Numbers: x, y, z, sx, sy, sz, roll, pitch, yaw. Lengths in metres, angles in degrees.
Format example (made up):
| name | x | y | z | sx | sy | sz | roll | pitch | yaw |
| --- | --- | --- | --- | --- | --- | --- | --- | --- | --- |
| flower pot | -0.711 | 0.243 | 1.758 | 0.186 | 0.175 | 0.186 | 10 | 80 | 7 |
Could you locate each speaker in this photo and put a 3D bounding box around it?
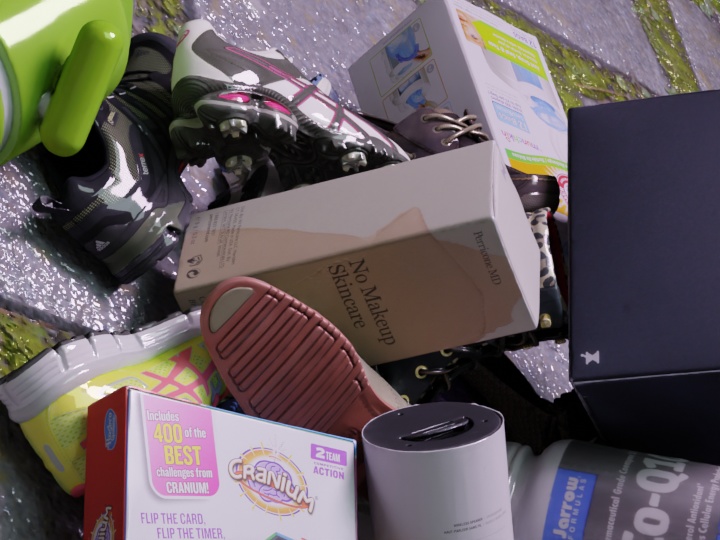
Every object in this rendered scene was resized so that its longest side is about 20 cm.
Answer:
| name | x | y | z | sx | sy | sz | roll | pitch | yaw |
| --- | --- | --- | --- | --- | --- | --- | --- | --- | --- |
| speaker | 0.050 | 0.177 | 1.239 | 0.081 | 0.081 | 0.200 | -38 | 125 | -61 |

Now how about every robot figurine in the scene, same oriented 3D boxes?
| name | x | y | z | sx | sy | sz | roll | pitch | yaw |
| --- | --- | --- | --- | --- | --- | --- | --- | --- | --- |
| robot figurine | -0.210 | -0.121 | 1.239 | 0.175 | 0.116 | 0.200 | 28 | 40 | 23 |

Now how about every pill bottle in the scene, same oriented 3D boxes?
| name | x | y | z | sx | sy | sz | roll | pitch | yaw |
| --- | --- | --- | --- | --- | --- | --- | --- | --- | --- |
| pill bottle | 0.162 | 0.168 | 1.380 | 0.114 | 0.200 | 0.114 | 9 | 90 | -75 |

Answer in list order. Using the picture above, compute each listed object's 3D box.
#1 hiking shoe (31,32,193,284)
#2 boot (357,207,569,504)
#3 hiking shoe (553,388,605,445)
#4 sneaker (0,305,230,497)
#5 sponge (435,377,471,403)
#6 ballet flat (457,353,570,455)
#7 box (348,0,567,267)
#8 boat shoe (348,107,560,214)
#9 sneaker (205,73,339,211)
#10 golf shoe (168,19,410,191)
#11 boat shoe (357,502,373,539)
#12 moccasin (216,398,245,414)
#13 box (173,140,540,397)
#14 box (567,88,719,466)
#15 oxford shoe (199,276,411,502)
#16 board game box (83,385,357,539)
| name | x | y | z | sx | sy | sz | roll | pitch | yaw |
| --- | --- | --- | --- | --- | --- | --- | --- | --- | --- |
| hiking shoe | -0.149 | -0.090 | 1.353 | 0.101 | 0.076 | 0.200 | 37 | 33 | -31 |
| boot | 0.057 | 0.057 | 1.377 | 0.073 | 0.154 | 0.204 | 55 | 27 | -60 |
| hiking shoe | 0.165 | 0.161 | 1.528 | 0.087 | 0.074 | 0.200 | 54 | 34 | -21 |
| sneaker | -0.115 | 0.077 | 1.231 | 0.200 | 0.078 | 0.090 | -16 | 76 | -50 |
| sponge | 0.037 | 0.016 | 1.547 | 0.112 | 0.030 | 0.200 | 41 | 31 | -21 |
| ballet flat | 0.076 | 0.051 | 1.487 | 0.200 | 0.046 | 0.067 | 53 | 28 | -5 |
| box | 0.085 | -0.083 | 1.588 | 0.112 | 0.101 | 0.200 | 21 | 41 | -42 |
| boat shoe | 0.048 | -0.074 | 1.477 | 0.074 | 0.200 | 0.073 | 3 | 96 | -49 |
| sneaker | -0.047 | -0.050 | 1.470 | 0.085 | 0.077 | 0.200 | 47 | 38 | -22 |
| golf shoe | -0.036 | -0.094 | 1.380 | 0.200 | 0.077 | 0.088 | 23 | 47 | -46 |
| boat shoe | 0.066 | 0.199 | 1.323 | 0.200 | 0.072 | 0.069 | 30 | 24 | 2 |
| moccasin | -0.030 | 0.156 | 1.261 | 0.080 | 0.068 | 0.200 | 6 | 53 | -52 |
| box | 0.000 | 0.000 | 1.322 | 0.078 | 0.200 | 0.095 | -84 | 154 | -51 |
| box | 0.212 | 0.019 | 1.442 | 0.198 | 0.123 | 0.200 | 54 | 34 | -58 |
| oxford shoe | -0.025 | 0.069 | 1.269 | 0.200 | 0.071 | 0.074 | 47 | 1 | -28 |
| board game box | -0.070 | 0.172 | 1.141 | 0.153 | 0.040 | 0.200 | 17 | 61 | -35 |
